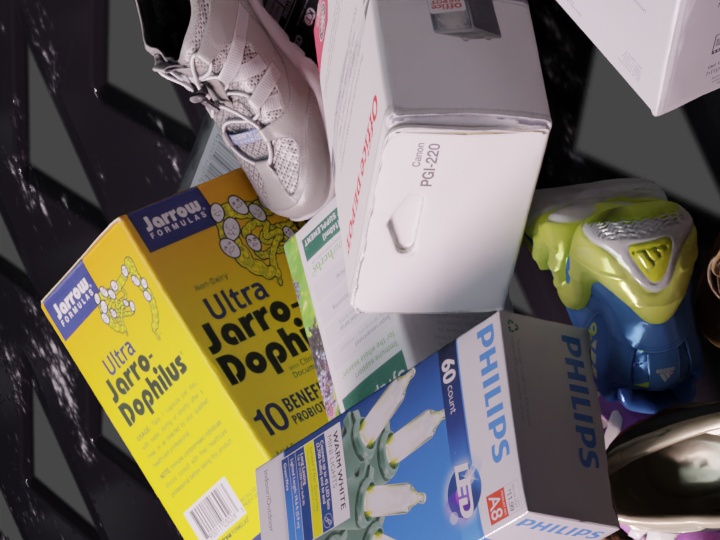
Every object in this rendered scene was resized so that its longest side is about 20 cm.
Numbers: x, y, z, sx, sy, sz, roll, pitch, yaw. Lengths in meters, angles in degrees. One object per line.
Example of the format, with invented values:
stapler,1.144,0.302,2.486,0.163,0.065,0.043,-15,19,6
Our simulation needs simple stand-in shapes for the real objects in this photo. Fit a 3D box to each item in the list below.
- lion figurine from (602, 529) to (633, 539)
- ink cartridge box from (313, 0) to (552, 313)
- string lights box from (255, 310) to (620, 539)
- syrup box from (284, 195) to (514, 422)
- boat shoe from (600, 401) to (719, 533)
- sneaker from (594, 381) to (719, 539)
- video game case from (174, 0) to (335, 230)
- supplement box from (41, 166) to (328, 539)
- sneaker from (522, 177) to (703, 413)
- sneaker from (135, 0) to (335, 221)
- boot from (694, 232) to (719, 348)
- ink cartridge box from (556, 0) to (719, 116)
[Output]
lion figurine,0.169,0.216,1.626,0.200,0.072,0.123,42,150,35
ink cartridge box,0.032,-0.097,1.492,0.146,0.085,0.200,101,167,-49
string lights box,0.033,0.108,1.421,0.200,0.059,0.103,-36,52,44
syrup box,0.033,0.055,1.547,0.079,0.081,0.200,-43,52,43
boat shoe,0.195,0.083,1.343,0.200,0.063,0.071,-9,98,37
sneaker,0.142,0.103,1.454,0.200,0.073,0.114,34,-169,-17
video game case,-0.014,-0.054,1.675,0.181,0.025,0.200,43,130,24
supplement box,-0.068,0.060,1.673,0.200,0.109,0.110,57,138,10
sneaker,0.121,0.014,1.452,0.200,0.076,0.105,-107,10,-82
sneaker,-0.082,-0.112,1.633,0.075,0.082,0.200,-18,103,46
boot,0.182,-0.004,1.367,0.074,0.075,0.200,59,158,11
ink cartridge box,0.117,-0.202,1.304,0.200,0.084,0.176,53,155,29
